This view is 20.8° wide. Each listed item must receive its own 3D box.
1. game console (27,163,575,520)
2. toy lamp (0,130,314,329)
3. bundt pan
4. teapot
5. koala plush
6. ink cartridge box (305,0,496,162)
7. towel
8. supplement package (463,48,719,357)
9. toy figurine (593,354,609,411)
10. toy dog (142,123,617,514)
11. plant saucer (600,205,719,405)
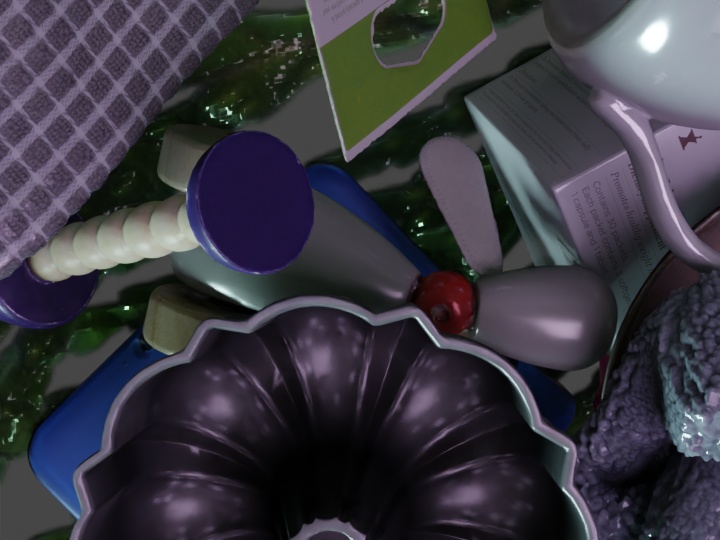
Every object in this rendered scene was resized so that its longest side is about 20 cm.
[{"bbox_3d":[-0.022,0.076,0.928,0.200,0.118,0.171,-43,152,5],"label":"game console"},{"bbox_3d":[-0.098,-0.010,0.764,0.058,0.200,0.059,6,79,-36],"label":"toy lamp"},{"bbox_3d":[-0.009,0.100,0.762,0.201,0.076,0.203,1,101,3],"label":"bundt pan"},{"bbox_3d":[0.168,-0.129,0.740,0.145,0.198,0.200,21,137,-15],"label":"teapot"},{"bbox_3d":[0.175,0.138,0.741,0.177,0.200,0.184,11,126,-31],"label":"koala plush"},{"bbox_3d":[-0.031,-0.152,0.707,0.075,0.148,0.201,-6,111,28],"label":"ink cartridge box"},{"bbox_3d":[-0.137,-0.110,0.719,0.200,0.085,0.166,-50,123,-19],"label":"towel"},{"bbox_3d":[0.168,-0.062,0.873,0.199,0.110,0.114,-30,122,-4],"label":"supplement package"},{"bbox_3d":[0.185,0.090,0.959,0.199,0.150,0.185,-23,113,-33],"label":"toy figurine"},{"bbox_3d":[0.000,0.000,0.828,0.199,0.096,0.132,32,106,-6],"label":"toy dog"},{"bbox_3d":[0.192,0.039,0.847,0.199,0.032,0.201,-7,118,-13],"label":"plant saucer"}]
